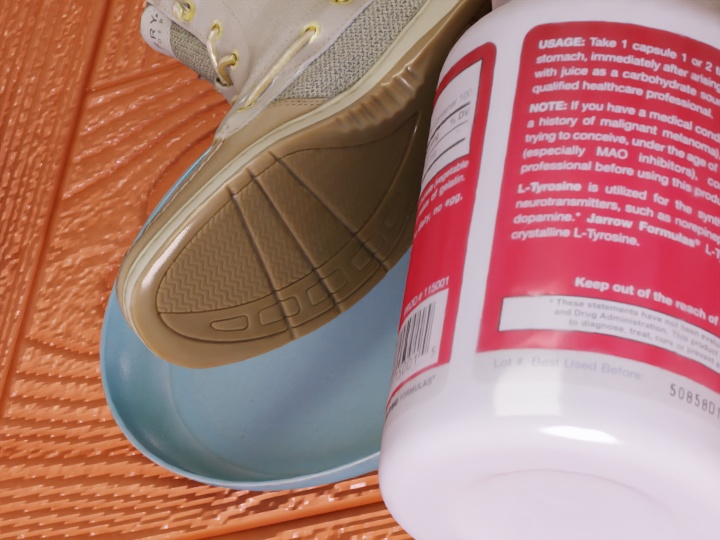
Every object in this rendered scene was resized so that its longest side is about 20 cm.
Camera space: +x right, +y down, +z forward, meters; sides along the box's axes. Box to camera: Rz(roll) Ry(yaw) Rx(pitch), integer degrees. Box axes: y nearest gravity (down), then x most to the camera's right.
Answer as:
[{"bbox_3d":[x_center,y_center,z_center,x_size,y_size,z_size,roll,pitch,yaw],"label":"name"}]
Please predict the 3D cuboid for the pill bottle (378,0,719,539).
[{"bbox_3d":[0.073,-0.013,0.839,0.112,0.112,0.200,-9,56,30],"label":"pill bottle"}]

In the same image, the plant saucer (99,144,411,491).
[{"bbox_3d":[0.000,0.000,0.968,0.200,0.027,0.200,-20,42,19],"label":"plant saucer"}]

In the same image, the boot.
[{"bbox_3d":[-0.036,-0.059,0.977,0.200,0.072,0.155,-44,40,-17],"label":"boot"}]
